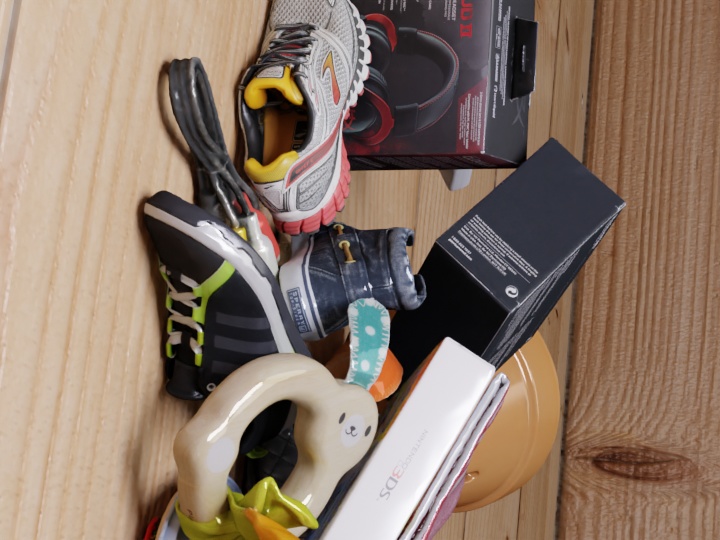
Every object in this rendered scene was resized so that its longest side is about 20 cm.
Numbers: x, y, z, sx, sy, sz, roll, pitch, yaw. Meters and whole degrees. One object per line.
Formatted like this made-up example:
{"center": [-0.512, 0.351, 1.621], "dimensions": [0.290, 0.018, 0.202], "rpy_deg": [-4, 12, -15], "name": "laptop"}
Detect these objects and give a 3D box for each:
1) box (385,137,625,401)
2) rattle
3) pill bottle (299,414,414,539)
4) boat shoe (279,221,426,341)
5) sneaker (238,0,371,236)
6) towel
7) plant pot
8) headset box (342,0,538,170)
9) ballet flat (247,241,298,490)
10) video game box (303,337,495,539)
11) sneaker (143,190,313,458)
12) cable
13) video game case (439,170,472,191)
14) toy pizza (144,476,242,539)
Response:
{"center": [0.094, 0.016, 1.267], "dimensions": [0.141, 0.079, 0.200], "rpy_deg": [-38, 166, -32], "name": "box"}
{"center": [-0.004, 0.104, 1.024], "dimensions": [0.199, 0.142, 0.131], "rpy_deg": [-25, 107, -37], "name": "rattle"}
{"center": [-0.016, 0.209, 1.298], "dimensions": [0.112, 0.111, 0.202], "rpy_deg": [18, 76, -76], "name": "pill bottle"}
{"center": [0.000, 0.000, 1.204], "dimensions": [0.200, 0.090, 0.072], "rpy_deg": [-82, 159, -76], "name": "boat shoe"}
{"center": [-0.041, -0.130, 1.202], "dimensions": [0.082, 0.077, 0.202], "rpy_deg": [48, 37, -55], "name": "sneaker"}
{"center": [0.051, 0.164, 1.176], "dimensions": [0.145, 0.023, 0.200], "rpy_deg": [-58, 173, -25], "name": "towel"}
{"center": [0.047, 0.114, 1.426], "dimensions": [0.140, 0.198, 0.202], "rpy_deg": [-19, 112, -57], "name": "plant pot"}
{"center": [0.041, -0.151, 1.263], "dimensions": [0.075, 0.198, 0.150], "rpy_deg": [10, 83, -59], "name": "headset box"}
{"center": [-0.048, 0.077, 1.242], "dimensions": [0.066, 0.056, 0.202], "rpy_deg": [48, 40, -68], "name": "ballet flat"}
{"center": [0.004, 0.157, 1.152], "dimensions": [0.201, 0.047, 0.182], "rpy_deg": [-57, -178, -21], "name": "video game box"}
{"center": [-0.087, 0.043, 1.052], "dimensions": [0.083, 0.071, 0.201], "rpy_deg": [-45, 130, -19], "name": "sneaker"}
{"center": [-0.080, -0.057, 1.108], "dimensions": [0.097, 0.050, 0.201], "rpy_deg": [-74, 163, -52], "name": "cable"}
{"center": [0.048, -0.188, 1.398], "dimensions": [0.183, 0.023, 0.201], "rpy_deg": [98, -30, -67], "name": "video game case"}
{"center": [-0.108, 0.223, 1.080], "dimensions": [0.200, 0.031, 0.202], "rpy_deg": [2, 90, -76], "name": "toy pizza"}
